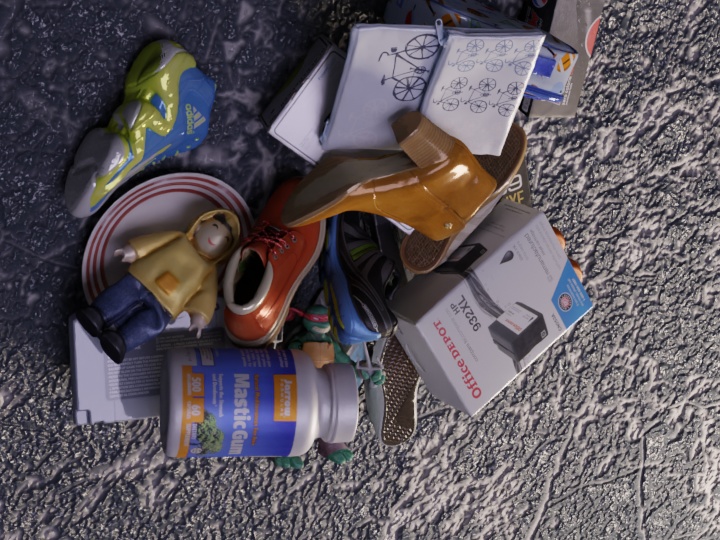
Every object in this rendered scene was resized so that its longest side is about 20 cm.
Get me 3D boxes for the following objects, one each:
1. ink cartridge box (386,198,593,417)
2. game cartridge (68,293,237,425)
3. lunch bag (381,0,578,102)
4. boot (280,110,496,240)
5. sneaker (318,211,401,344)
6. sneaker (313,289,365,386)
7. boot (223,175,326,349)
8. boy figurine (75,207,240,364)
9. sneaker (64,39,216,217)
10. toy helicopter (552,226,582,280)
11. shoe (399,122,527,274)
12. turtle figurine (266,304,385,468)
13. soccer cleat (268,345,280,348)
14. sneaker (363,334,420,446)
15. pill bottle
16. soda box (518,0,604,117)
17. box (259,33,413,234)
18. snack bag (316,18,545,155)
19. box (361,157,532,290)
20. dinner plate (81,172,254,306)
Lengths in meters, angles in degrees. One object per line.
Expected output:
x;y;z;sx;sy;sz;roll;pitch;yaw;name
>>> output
0.144;0.041;1.753;0.200;0.084;0.146;-40;118;-15;ink cartridge box
-0.212;0.088;1.656;0.198;0.040;0.135;-4;102;-24;game cartridge
0.121;-0.237;1.622;0.198;0.160;0.076;10;109;-33;lunch bag
0.032;-0.069;1.610;0.200;0.071;0.144;-32;130;20;boot
0.000;0.000;1.684;0.082;0.201;0.071;3;137;-15;sneaker
-0.022;0.088;1.814;0.082;0.073;0.202;-6;121;-62;sneaker
-0.091;-0.023;1.630;0.107;0.074;0.202;77;30;-65;boot
-0.194;0.012;1.605;0.200;0.064;0.125;-40;87;-20;boy figurine
-0.211;-0.126;1.558;0.105;0.076;0.201;27;102;-39;sneaker
0.170;0.031;1.888;0.197;0.079;0.133;-10;132;-12;toy helicopter
0.112;-0.082;1.723;0.201;0.070;0.053;-51;171;2;shoe
-0.049;0.115;1.726;0.148;0.101;0.203;2;105;-11;turtle figurine
-0.171;0.132;1.743;0.198;0.067;0.077;-13;109;-28;soccer cleat
0.034;0.106;1.830;0.072;0.085;0.202;-5;126;-22;sneaker
-0.106;0.137;1.613;0.197;0.112;0.113;1;119;-13;pill bottle
0.220;-0.273;1.720;0.070;0.063;0.202;-4;120;-27;soda box
0.005;-0.144;1.645;0.199;0.060;0.117;34;99;-22;box
0.068;-0.178;1.548;0.197;0.022;0.189;1;145;-13;snack bag
0.102;-0.062;1.791;0.198;0.050;0.159;-23;127;-15;box
-0.205;-0.017;1.662;0.198;0.024;0.202;-14;125;-21;dinner plate
